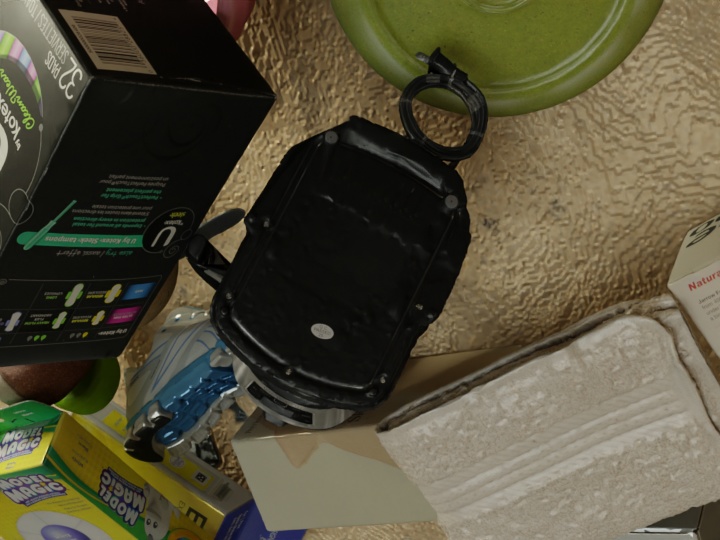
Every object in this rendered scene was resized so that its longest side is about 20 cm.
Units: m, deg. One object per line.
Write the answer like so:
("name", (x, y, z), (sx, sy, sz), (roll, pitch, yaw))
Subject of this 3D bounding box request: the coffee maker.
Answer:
("coffee maker", (0.000, 0.000, 0.738), (0.135, 0.191, 0.200), (50, 170, 5))

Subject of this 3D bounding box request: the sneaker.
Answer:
("sneaker", (-0.105, 0.051, 0.893), (0.199, 0.075, 0.087), (-35, 55, 19))

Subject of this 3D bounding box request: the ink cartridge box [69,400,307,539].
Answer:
("ink cartridge box", (-0.164, 0.222, 0.985), (0.199, 0.047, 0.199), (33, 124, 10))

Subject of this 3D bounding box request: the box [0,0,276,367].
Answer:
("box", (-0.168, -0.067, 0.669), (0.149, 0.123, 0.201), (53, 124, 27))

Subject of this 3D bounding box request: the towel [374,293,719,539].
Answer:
("towel", (0.122, 0.105, 0.731), (0.198, 0.035, 0.133), (-28, 106, 21))

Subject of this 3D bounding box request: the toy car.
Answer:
("toy car", (-0.183, -0.013, 0.847), (0.198, 0.164, 0.159), (-31, 63, 12))

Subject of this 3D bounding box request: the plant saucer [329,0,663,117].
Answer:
("plant saucer", (0.074, -0.171, 0.670), (0.197, 0.031, 0.203), (2, 121, 4))

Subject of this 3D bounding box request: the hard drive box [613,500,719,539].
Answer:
("hard drive box", (0.177, 0.237, 0.847), (0.154, 0.077, 0.203), (-4, 114, 27))

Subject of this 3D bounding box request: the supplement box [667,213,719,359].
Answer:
("supplement box", (0.283, 0.043, 0.695), (0.125, 0.074, 0.201), (-31, 100, 35))

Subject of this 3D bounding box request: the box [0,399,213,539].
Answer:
("box", (-0.208, 0.165, 0.877), (0.116, 0.049, 0.200), (-15, 131, 31))

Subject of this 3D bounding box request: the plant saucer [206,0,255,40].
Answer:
("plant saucer", (-0.111, -0.225, 0.712), (0.201, 0.050, 0.202), (46, 152, 32))

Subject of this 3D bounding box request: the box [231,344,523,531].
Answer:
("box", (0.021, 0.117, 0.850), (0.197, 0.095, 0.079), (-11, 111, 28))
